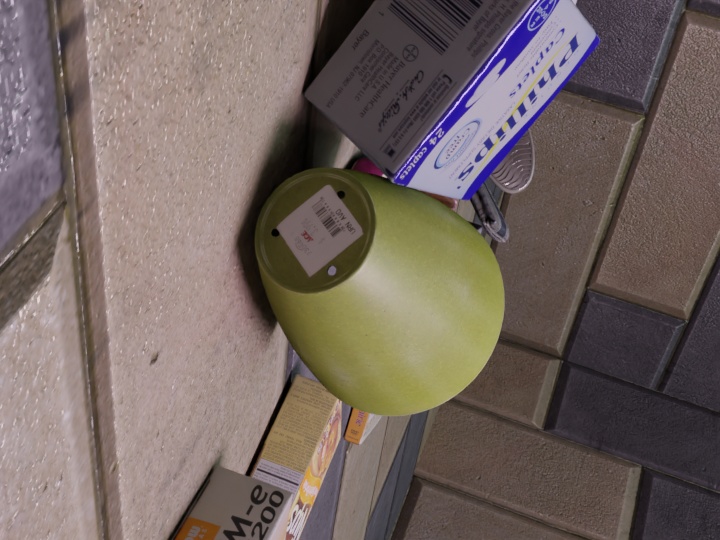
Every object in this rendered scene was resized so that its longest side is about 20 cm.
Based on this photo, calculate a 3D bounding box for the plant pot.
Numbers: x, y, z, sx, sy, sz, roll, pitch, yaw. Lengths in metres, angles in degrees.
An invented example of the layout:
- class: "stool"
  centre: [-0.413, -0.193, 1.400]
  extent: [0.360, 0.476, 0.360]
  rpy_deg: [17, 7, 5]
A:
- class: "plant pot"
  centre: [0.000, 0.000, 0.831]
  extent: [0.189, 0.185, 0.200]
  rpy_deg: [-70, 156, -11]

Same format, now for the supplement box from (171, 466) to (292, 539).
- class: "supplement box"
  centre: [-0.118, 0.281, 0.888]
  extent: [0.126, 0.073, 0.201]
  rpy_deg: [-61, 165, -52]

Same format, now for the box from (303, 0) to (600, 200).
- class: "box"
  centre: [0.081, -0.163, 0.852]
  extent: [0.184, 0.105, 0.200]
  rpy_deg: [-50, 163, 15]

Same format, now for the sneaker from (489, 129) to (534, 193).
- class: "sneaker"
  centre: [0.165, -0.187, 1.384]
  extent: [0.106, 0.074, 0.202]
  rpy_deg: [56, 10, -81]

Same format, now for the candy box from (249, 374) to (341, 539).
- class: "candy box"
  centre: [-0.077, 0.218, 1.059]
  extent: [0.116, 0.055, 0.201]
  rpy_deg: [92, 18, -58]

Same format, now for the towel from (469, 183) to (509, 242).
- class: "towel"
  centre: [0.117, -0.128, 1.281]
  extent: [0.202, 0.034, 0.192]
  rpy_deg: [65, 10, 8]

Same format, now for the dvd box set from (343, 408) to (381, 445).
- class: "dvd box set"
  centre: [0.031, 0.144, 1.602]
  extent: [0.146, 0.029, 0.202]
  rpy_deg: [-36, 143, -73]

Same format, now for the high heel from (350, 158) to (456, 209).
- class: "high heel"
  centre: [0.038, -0.068, 1.077]
  extent: [0.200, 0.095, 0.068]
  rpy_deg: [-29, 137, -76]

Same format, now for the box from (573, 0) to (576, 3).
- class: "box"
  centre: [0.149, -0.304, 1.093]
  extent: [0.145, 0.036, 0.201]
  rpy_deg: [85, -18, -67]

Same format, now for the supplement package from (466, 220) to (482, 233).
- class: "supplement package"
  centre: [0.056, -0.002, 1.220]
  extent: [0.200, 0.120, 0.121]
  rpy_deg: [-34, 141, -74]
